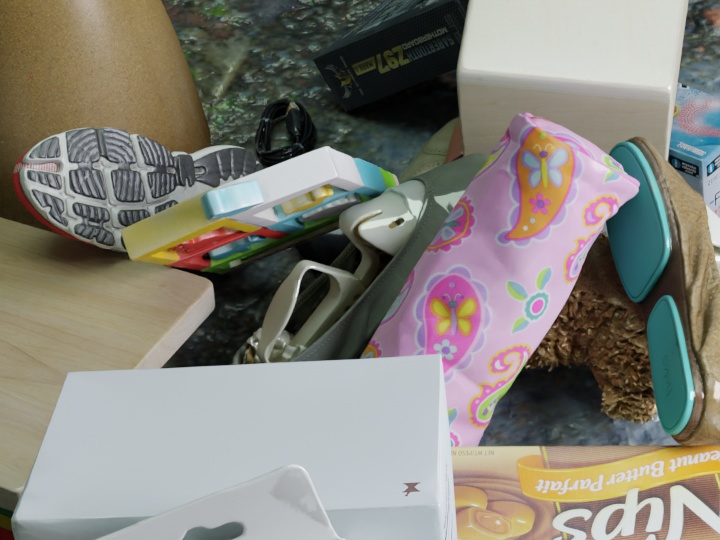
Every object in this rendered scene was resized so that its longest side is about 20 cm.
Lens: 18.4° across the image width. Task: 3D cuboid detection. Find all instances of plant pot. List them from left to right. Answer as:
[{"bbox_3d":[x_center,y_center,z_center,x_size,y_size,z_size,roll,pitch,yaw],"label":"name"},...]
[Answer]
[{"bbox_3d":[-0.204,-0.159,1.498,0.186,0.200,0.186,-3,38,2],"label":"plant pot"}]

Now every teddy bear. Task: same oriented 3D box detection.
[{"bbox_3d":[0.130,0.011,1.326,0.200,0.067,0.145,24,58,20],"label":"teddy bear"}]

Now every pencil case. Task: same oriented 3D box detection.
[{"bbox_3d":[0.074,0.011,1.255,0.087,0.087,0.200,35,97,40],"label":"pencil case"}]

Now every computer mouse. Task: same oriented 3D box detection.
[{"bbox_3d":[-0.032,-0.064,1.487,0.059,0.034,0.200,-15,39,-10],"label":"computer mouse"}]

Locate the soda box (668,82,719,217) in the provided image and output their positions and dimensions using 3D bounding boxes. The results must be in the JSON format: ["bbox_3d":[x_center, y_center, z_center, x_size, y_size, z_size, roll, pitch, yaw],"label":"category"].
[{"bbox_3d":[0.164,-0.095,1.468,0.200,0.068,0.064,25,50,34],"label":"soda box"}]

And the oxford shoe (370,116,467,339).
[{"bbox_3d":[0.044,-0.020,1.413,0.074,0.071,0.200,-21,30,46],"label":"oxford shoe"}]

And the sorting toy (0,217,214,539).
[{"bbox_3d":[-0.218,0.065,1.323,0.200,0.070,0.199,16,43,26],"label":"sorting toy"}]

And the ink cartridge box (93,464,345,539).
[{"bbox_3d":[-0.037,0.194,0.941,0.116,0.200,0.068,-22,21,4],"label":"ink cartridge box"}]

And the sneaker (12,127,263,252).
[{"bbox_3d":[-0.147,-0.041,1.400,0.085,0.077,0.200,-11,-11,39],"label":"sneaker"}]

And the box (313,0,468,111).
[{"bbox_3d":[0.082,-0.197,1.565,0.158,0.051,0.200,-16,21,49],"label":"box"}]

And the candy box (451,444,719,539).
[{"bbox_3d":[0.113,0.150,1.183,0.200,0.055,0.115,0,39,7],"label":"candy box"}]

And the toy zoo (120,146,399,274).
[{"bbox_3d":[-0.058,-0.034,1.305,0.131,0.020,0.200,-21,-8,13],"label":"toy zoo"}]

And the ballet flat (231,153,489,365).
[{"bbox_3d":[0.000,0.000,1.305,0.200,0.064,0.067,-51,30,2],"label":"ballet flat"}]

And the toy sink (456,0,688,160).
[{"bbox_3d":[0.140,-0.169,1.392,0.130,0.112,0.200,6,62,9],"label":"toy sink"}]

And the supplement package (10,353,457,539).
[{"bbox_3d":[-0.048,0.163,1.052,0.191,0.200,0.147,-2,25,4],"label":"supplement package"}]

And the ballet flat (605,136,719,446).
[{"bbox_3d":[0.189,0.012,1.247,0.072,0.068,0.200,6,49,-20],"label":"ballet flat"}]
